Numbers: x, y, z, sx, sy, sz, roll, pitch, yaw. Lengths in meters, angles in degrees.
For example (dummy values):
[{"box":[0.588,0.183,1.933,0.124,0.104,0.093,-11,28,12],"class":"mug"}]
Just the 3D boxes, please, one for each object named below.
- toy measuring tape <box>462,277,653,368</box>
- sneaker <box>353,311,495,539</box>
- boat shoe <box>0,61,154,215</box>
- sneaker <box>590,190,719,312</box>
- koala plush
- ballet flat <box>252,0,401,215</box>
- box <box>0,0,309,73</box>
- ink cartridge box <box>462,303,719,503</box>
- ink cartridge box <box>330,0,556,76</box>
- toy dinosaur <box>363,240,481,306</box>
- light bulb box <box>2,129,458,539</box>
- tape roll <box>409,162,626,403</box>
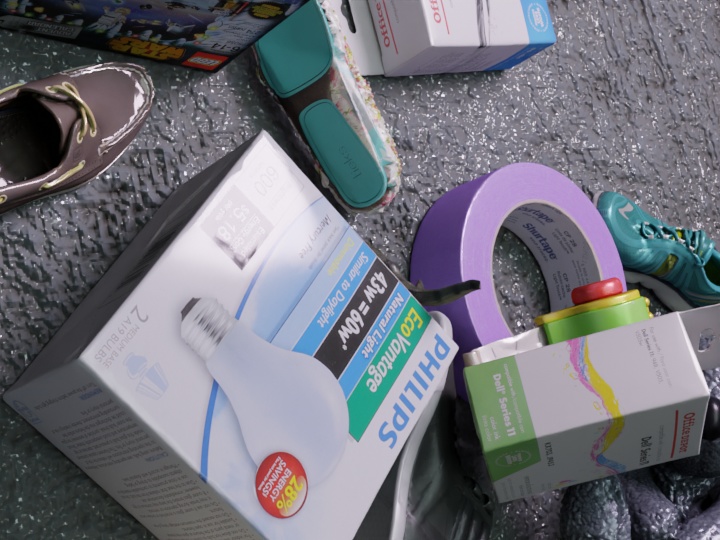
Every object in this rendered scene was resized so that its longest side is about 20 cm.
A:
[{"box":[0.166,0.048,0.827,0.198,0.073,0.075,-13,85,-40],"class":"toy measuring tape"},{"box":[0.056,0.138,0.802,0.098,0.070,0.204,24,69,-33],"class":"sneaker"},{"box":[-0.198,-0.082,0.662,0.199,0.059,0.073,-36,99,-39],"class":"boat shoe"},{"box":[0.292,-0.024,1.024,0.198,0.079,0.079,26,63,-30],"class":"sneaker"},{"box":[0.272,0.146,0.879,0.184,0.174,0.204,27,77,-70],"class":"koala plush"},{"box":[-0.028,-0.136,0.809,0.064,0.074,0.203,-47,116,-72],"class":"ballet flat"},{"box":[-0.145,-0.184,0.683,0.197,0.136,0.041,5,74,-37],"class":"box"},{"box":[0.181,0.097,0.775,0.118,0.196,0.068,65,11,-58],"class":"ink cartridge box"},{"box":[0.067,-0.232,0.909,0.198,0.067,0.118,-12,85,-39],"class":"ink cartridge box"},{"box":[0.000,0.000,0.758,0.048,0.197,0.088,-61,154,-16],"class":"toy dinosaur"},{"box":[-0.073,0.064,0.680,0.200,0.124,0.199,46,54,-18],"class":"light bulb box"},{"box":[0.135,0.017,0.898,0.197,0.065,0.204,11,71,-35],"class":"tape roll"}]
